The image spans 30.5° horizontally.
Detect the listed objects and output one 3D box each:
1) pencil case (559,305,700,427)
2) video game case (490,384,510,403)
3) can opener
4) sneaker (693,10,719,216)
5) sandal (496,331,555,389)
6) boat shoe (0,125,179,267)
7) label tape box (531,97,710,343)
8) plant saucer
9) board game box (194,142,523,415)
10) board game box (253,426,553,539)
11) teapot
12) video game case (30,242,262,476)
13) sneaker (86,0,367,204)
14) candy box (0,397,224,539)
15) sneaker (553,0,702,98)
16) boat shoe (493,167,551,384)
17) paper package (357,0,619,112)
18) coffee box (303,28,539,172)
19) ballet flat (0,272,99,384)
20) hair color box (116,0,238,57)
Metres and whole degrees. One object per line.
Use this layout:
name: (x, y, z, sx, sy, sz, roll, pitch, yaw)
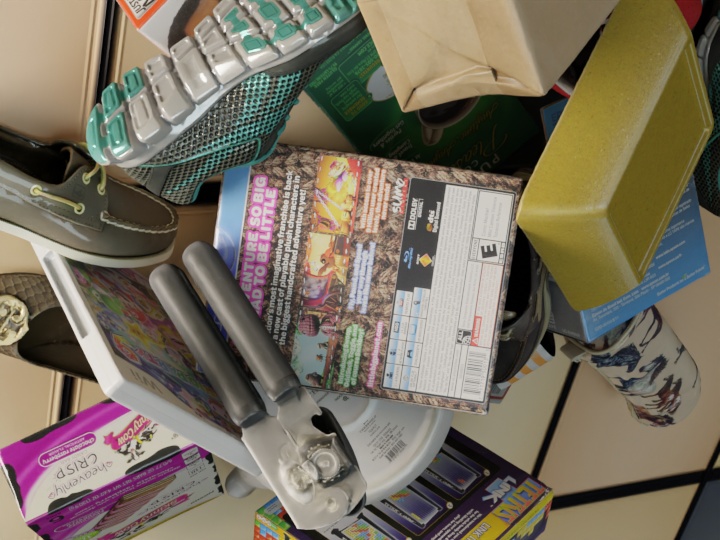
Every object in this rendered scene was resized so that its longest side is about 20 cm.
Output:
pencil case: (0.251, 0.079, 1.218, 0.089, 0.078, 0.200, -39, 139, 8)
video game case: (0.112, 0.029, 1.151, 0.143, 0.017, 0.200, 10, 119, -35)
can opener: (-0.062, 0.075, 0.851, 0.053, 0.200, 0.067, -34, 170, 5)
sneaker: (0.318, -0.131, 1.085, 0.077, 0.091, 0.201, -10, 128, -25)
sandal: (0.147, 0.041, 1.127, 0.207, 0.059, 0.079, -46, 133, 9)
boat shoe: (-0.203, -0.055, 0.866, 0.201, 0.072, 0.060, 16, 120, -33)
label tape box: (0.199, -0.064, 1.069, 0.144, 0.063, 0.201, -26, 114, -26)
plant saucer: (0.194, -0.081, 0.936, 0.200, 0.048, 0.200, -63, 153, -10)
board game box: (0.000, 0.000, 0.911, 0.199, 0.097, 0.160, 9, 95, 2)
board game box: (0.037, 0.209, 1.099, 0.200, 0.165, 0.057, -31, 141, -41)
teapot: (-0.015, 0.086, 1.037, 0.199, 0.146, 0.198, -1, 89, 2)
video game case: (-0.146, 0.045, 0.887, 0.018, 0.200, 0.143, -46, 133, 7)
sneaker: (-0.069, -0.113, 0.820, 0.200, 0.078, 0.091, -31, 139, 9)
candy box: (-0.180, 0.153, 0.989, 0.136, 0.061, 0.200, -25, 163, -10)
sneaker: (0.192, -0.173, 0.974, 0.199, 0.113, 0.071, -10, 123, -23)
boat shoe: (0.108, 0.014, 1.029, 0.073, 0.074, 0.200, -43, 148, -44)
paper package: (0.079, -0.222, 0.786, 0.200, 0.103, 0.191, -50, 125, -42)
coffee box: (0.037, -0.131, 0.965, 0.123, 0.044, 0.200, -42, 134, 4)
ballet flat: (-0.202, 0.056, 0.970, 0.200, 0.046, 0.067, 30, 106, -42)
hair color box: (-0.050, -0.209, 0.843, 0.200, 0.061, 0.101, -45, 134, 9)
